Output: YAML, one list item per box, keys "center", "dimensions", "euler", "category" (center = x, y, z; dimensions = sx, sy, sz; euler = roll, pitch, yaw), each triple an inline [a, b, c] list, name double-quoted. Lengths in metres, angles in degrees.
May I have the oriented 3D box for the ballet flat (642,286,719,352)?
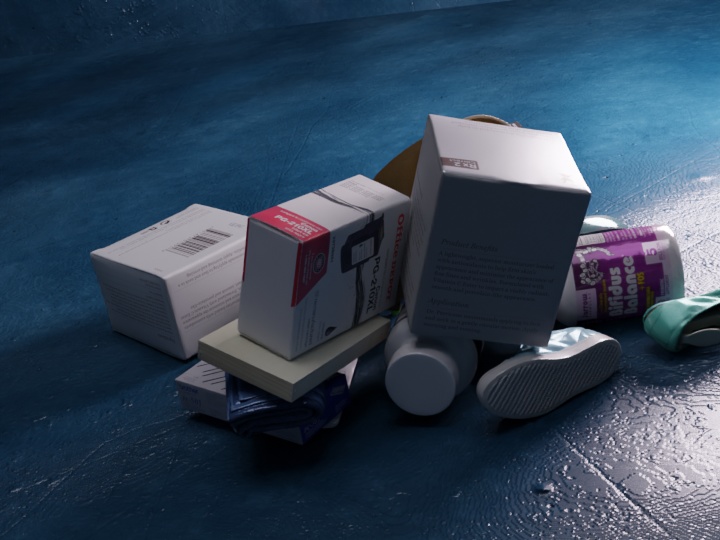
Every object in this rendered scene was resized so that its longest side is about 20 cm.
- center: [0.435, 0.053, 1.367]
  dimensions: [0.199, 0.068, 0.071]
  euler: [-18, 49, -16]
  category: "ballet flat"

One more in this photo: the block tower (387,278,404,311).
- center: [0.000, 0.000, 1.495]
  dimensions: [0.057, 0.054, 0.200]
  euler: [3, 15, -18]
  category: "block tower"

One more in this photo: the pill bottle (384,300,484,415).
- center: [0.091, 0.085, 1.361]
  dimensions: [0.110, 0.112, 0.200]
  euler: [-3, 25, 17]
  category: "pill bottle"

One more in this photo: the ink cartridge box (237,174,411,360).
- center: [-0.038, -0.008, 1.287]
  dimensions: [0.084, 0.146, 0.200]
  euler: [25, 31, 30]
  category: "ink cartridge box"

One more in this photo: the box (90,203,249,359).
- center: [-0.244, 0.011, 1.640]
  dimensions: [0.198, 0.131, 0.199]
  euler: [-29, 29, -36]
  category: "box"

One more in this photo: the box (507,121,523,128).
- center: [0.166, -0.113, 1.666]
  dimensions: [0.142, 0.201, 0.036]
  euler: [-19, 49, -20]
  category: "box"

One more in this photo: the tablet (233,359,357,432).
- center: [-0.075, 0.142, 1.425]
  dimensions: [0.129, 0.014, 0.200]
  euler: [-5, 25, 11]
  category: "tablet"

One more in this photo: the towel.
- center: [-0.101, 0.113, 1.313]
  dimensions: [0.111, 0.049, 0.200]
  euler: [-11, 26, -3]
  category: "towel"

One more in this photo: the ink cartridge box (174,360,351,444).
- center: [-0.118, 0.144, 1.364]
  dimensions: [0.199, 0.044, 0.094]
  euler: [10, 33, 37]
  category: "ink cartridge box"

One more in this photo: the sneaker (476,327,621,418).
- center: [0.201, 0.114, 1.310]
  dimensions: [0.199, 0.074, 0.082]
  euler: [-11, 20, -31]
  category: "sneaker"

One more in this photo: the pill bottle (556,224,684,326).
- center: [0.298, 0.010, 1.442]
  dimensions: [0.199, 0.113, 0.112]
  euler: [-9, 24, 5]
  category: "pill bottle"

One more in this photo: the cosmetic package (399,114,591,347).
- center: [0.142, -0.046, 1.288]
  dimensions: [0.164, 0.201, 0.165]
  euler: [7, 28, -8]
  category: "cosmetic package"

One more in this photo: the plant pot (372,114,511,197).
- center: [0.103, -0.101, 1.505]
  dimensions: [0.186, 0.187, 0.200]
  euler: [-26, 14, -31]
  category: "plant pot"

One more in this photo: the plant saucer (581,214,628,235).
- center: [0.263, -0.040, 1.549]
  dimensions: [0.199, 0.028, 0.200]
  euler: [-13, -8, -2]
  category: "plant saucer"

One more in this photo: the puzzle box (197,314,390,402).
- center: [-0.071, 0.078, 1.298]
  dimensions: [0.132, 0.026, 0.200]
  euler: [21, 28, 28]
  category: "puzzle box"

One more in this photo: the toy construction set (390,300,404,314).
- center: [0.088, -0.007, 1.590]
  dimensions: [0.131, 0.093, 0.200]
  euler: [-14, 9, 44]
  category: "toy construction set"
